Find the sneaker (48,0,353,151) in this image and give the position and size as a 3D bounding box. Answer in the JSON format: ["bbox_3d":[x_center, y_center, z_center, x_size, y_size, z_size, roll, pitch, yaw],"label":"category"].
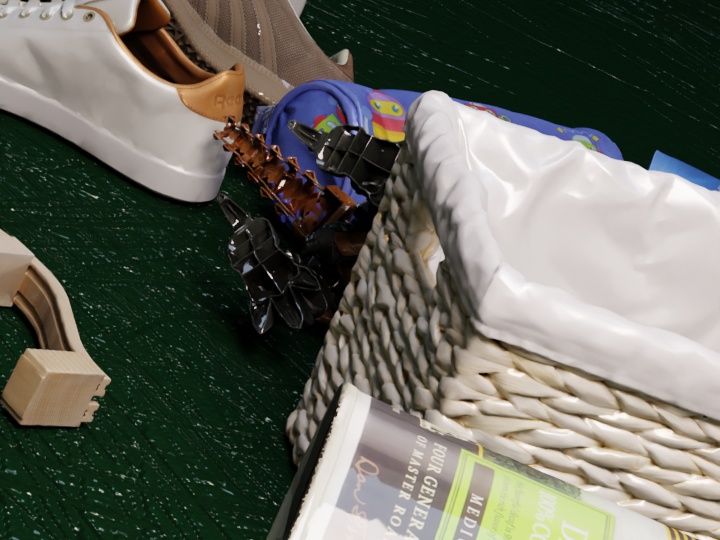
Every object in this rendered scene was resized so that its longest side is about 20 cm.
[{"bbox_3d":[-0.083,-0.131,1.431,0.200,0.070,0.076,42,49,-27],"label":"sneaker"}]

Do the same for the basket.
[{"bbox_3d":[0.093,0.059,1.090,0.199,0.161,0.198,18,20,-15],"label":"basket"}]

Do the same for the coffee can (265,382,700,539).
[{"bbox_3d":[0.057,0.140,0.861,0.199,0.147,0.146,23,19,-2],"label":"coffee can"}]

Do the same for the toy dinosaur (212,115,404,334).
[{"bbox_3d":[0.000,0.000,1.277,0.199,0.103,0.136,19,-9,27],"label":"toy dinosaur"}]

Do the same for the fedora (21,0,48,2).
[{"bbox_3d":[-0.198,-0.185,1.485,0.199,0.090,0.177,24,19,-24],"label":"fedora"}]

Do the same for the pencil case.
[{"bbox_3d":[0.041,-0.043,1.414,0.199,0.087,0.078,8,50,-39],"label":"pencil case"}]

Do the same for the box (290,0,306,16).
[{"bbox_3d":[-0.127,-0.261,1.707,0.198,0.131,0.200,13,23,-28],"label":"box"}]

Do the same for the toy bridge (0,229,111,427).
[{"bbox_3d":[-0.162,-0.001,1.148,0.067,0.027,0.200,6,26,-48],"label":"toy bridge"}]

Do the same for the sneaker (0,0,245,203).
[{"bbox_3d":[-0.142,-0.113,1.380,0.199,0.085,0.073,26,21,10],"label":"sneaker"}]

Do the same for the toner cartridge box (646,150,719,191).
[{"bbox_3d":[0.185,-0.004,1.541,0.095,0.043,0.200,24,19,3],"label":"toner cartridge box"}]
